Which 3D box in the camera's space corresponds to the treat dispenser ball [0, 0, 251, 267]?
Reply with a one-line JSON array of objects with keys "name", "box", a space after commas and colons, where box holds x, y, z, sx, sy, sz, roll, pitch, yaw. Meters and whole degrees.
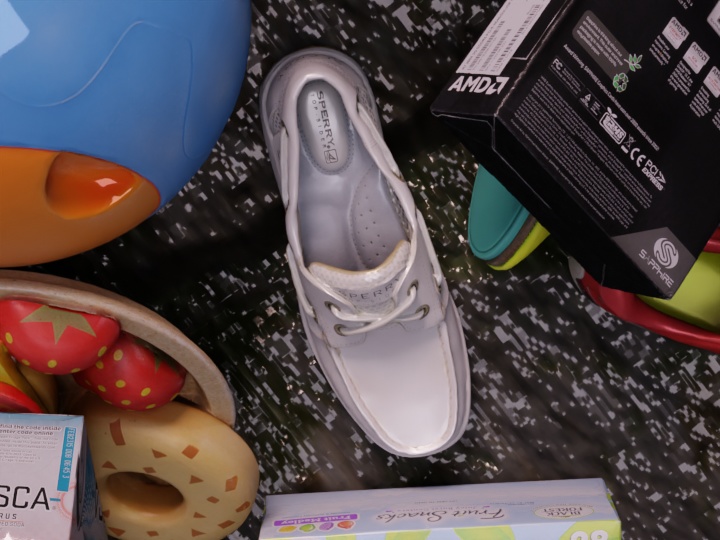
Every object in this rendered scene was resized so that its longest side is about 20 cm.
[{"name": "treat dispenser ball", "box": [-0.144, -0.101, 0.701, 0.200, 0.201, 0.201, 0, 102, -1]}]

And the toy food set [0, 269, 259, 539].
[{"name": "toy food set", "box": [-0.152, 0.068, 0.768, 0.197, 0.049, 0.200, -6, 145, 10]}]

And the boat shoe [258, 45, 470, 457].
[{"name": "boat shoe", "box": [0.000, 0.000, 0.793, 0.071, 0.069, 0.200, -20, 103, 2]}]

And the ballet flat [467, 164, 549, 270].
[{"name": "ballet flat", "box": [0.105, -0.092, 0.783, 0.067, 0.067, 0.200, 9, 101, -25]}]

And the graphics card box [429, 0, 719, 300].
[{"name": "graphics card box", "box": [0.131, -0.103, 0.730, 0.125, 0.051, 0.200, 42, 74, -31]}]

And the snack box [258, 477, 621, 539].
[{"name": "snack box", "box": [0.040, 0.206, 0.841, 0.168, 0.068, 0.200, -4, 101, 0]}]

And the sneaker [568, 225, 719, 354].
[{"name": "sneaker", "box": [0.192, 0.020, 0.793, 0.200, 0.085, 0.077, 9, 104, -2]}]

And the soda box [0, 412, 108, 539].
[{"name": "soda box", "box": [-0.144, 0.136, 0.763, 0.063, 0.200, 0.069, 3, 58, -2]}]
